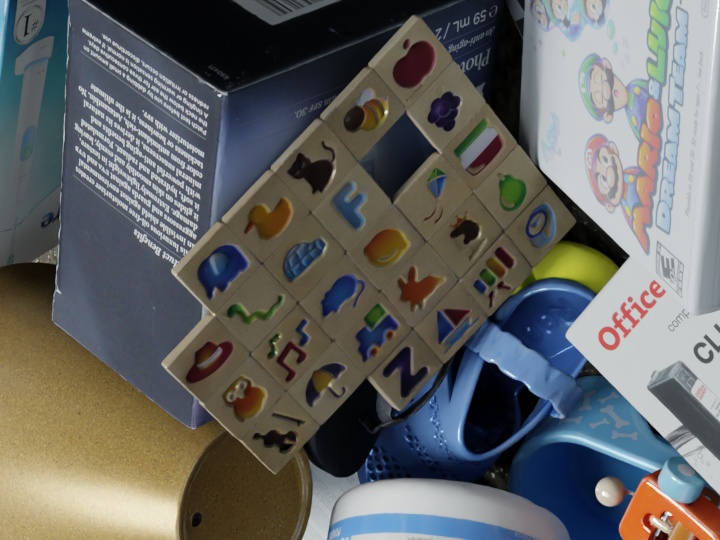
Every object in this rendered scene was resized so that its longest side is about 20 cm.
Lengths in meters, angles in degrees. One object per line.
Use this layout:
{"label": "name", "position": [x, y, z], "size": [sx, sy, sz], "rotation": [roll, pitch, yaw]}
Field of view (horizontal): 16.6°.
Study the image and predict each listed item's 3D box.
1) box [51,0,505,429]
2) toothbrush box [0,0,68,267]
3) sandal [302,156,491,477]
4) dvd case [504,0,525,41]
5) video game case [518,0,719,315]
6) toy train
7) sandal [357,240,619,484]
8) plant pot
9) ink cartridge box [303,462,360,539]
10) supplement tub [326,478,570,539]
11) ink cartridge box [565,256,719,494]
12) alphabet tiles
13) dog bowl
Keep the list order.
{"label": "box", "position": [-0.041, -0.058, 1.243], "size": [0.123, 0.199, 0.200], "rotation": [35, 134, 32]}
{"label": "toothbrush box", "position": [-0.190, -0.108, 1.382], "size": [0.085, 0.146, 0.201], "rotation": [29, 129, 22]}
{"label": "sandal", "position": [0.027, 0.025, 1.254], "size": [0.043, 0.076, 0.201], "rotation": [39, 111, 29]}
{"label": "dvd case", "position": [0.096, -0.223, 1.181], "size": [0.150, 0.025, 0.201], "rotation": [-18, 101, 42]}
{"label": "video game case", "position": [0.123, -0.108, 1.128], "size": [0.182, 0.024, 0.201], "rotation": [-130, 34, -53]}
{"label": "toy train", "position": [0.171, 0.196, 1.254], "size": [0.150, 0.055, 0.201], "rotation": [35, 124, 30]}
{"label": "sandal", "position": [0.060, 0.069, 1.302], "size": [0.079, 0.087, 0.200], "rotation": [31, 128, -12]}
{"label": "plant pot", "position": [-0.125, 0.103, 1.305], "size": [0.199, 0.186, 0.188], "rotation": [12, 121, 46]}
{"label": "ink cartridge box", "position": [0.005, 0.170, 1.465], "size": [0.162, 0.050, 0.200], "rotation": [47, 150, 7]}
{"label": "supplement tub", "position": [0.035, 0.219, 1.265], "size": [0.131, 0.202, 0.132], "rotation": [8, 158, 3]}
{"label": "ink cartridge box", "position": [0.219, 0.043, 1.189], "size": [0.200, 0.084, 0.145], "rotation": [46, 133, 10]}
{"label": "alphabet tiles", "position": [0.000, 0.000, 1.191], "size": [0.008, 0.200, 0.167], "rotation": [38, 173, 48]}
{"label": "dog bowl", "position": [0.166, 0.132, 1.302], "size": [0.199, 0.050, 0.112], "rotation": [20, 124, 28]}
